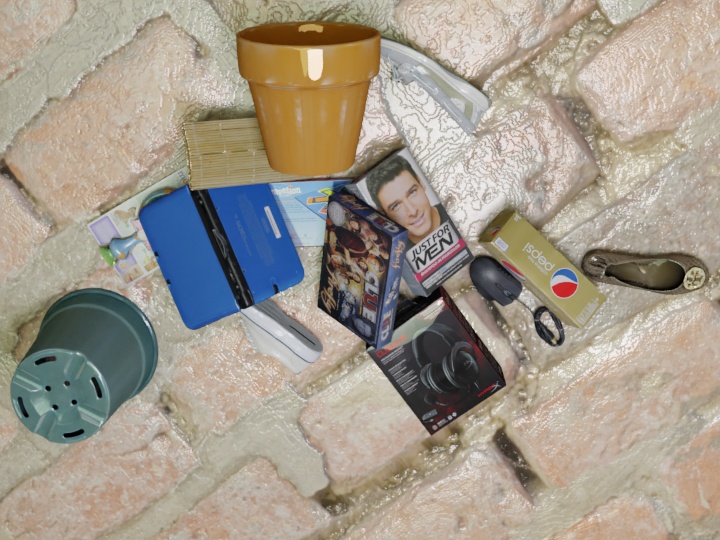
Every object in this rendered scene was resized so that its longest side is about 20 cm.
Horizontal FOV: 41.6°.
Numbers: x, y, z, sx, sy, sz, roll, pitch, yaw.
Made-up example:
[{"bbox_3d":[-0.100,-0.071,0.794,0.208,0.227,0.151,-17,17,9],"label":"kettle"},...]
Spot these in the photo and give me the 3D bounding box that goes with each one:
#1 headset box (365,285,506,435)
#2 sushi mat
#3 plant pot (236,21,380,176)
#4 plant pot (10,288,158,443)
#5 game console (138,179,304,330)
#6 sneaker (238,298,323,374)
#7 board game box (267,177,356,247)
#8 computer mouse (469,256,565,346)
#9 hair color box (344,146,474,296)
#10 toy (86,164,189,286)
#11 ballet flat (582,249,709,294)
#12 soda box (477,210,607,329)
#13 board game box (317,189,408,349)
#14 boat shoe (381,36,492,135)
[{"bbox_3d":[0.111,0.131,1.488,0.148,0.077,0.201,-34,104,11],"label":"headset box"},{"bbox_3d":[-0.160,-0.174,1.385,0.197,0.012,0.097,-9,98,-27],"label":"sushi mat"},{"bbox_3d":[-0.070,-0.238,1.325,0.197,0.201,0.186,0,113,1],"label":"plant pot"},{"bbox_3d":[-0.427,0.153,1.447,0.197,0.196,0.203,0,106,1],"label":"plant pot"},{"bbox_3d":[-0.207,-0.039,1.426,0.169,0.118,0.202,-25,94,-35],"label":"game console"},{"bbox_3d":[-0.153,0.090,1.485,0.199,0.073,0.071,41,110,-6],"label":"sneaker"},{"bbox_3d":[-0.072,-0.088,1.457,0.197,0.019,0.105,-2,107,2],"label":"board game box"},{"bbox_3d":[0.248,0.052,1.483,0.199,0.034,0.059,40,103,-10],"label":"computer mouse"},{"bbox_3d":[0.074,-0.073,1.421,0.099,0.061,0.201,-36,103,-13],"label":"hair color box"},{"bbox_3d":[-0.312,-0.065,1.455,0.198,0.047,0.116,-28,105,10],"label":"toy"},{"bbox_3d":[0.439,0.004,1.456,0.197,0.046,0.068,9,107,-1],"label":"ballet flat"},{"bbox_3d":[0.276,-0.001,1.441,0.200,0.068,0.064,43,85,-10],"label":"soda box"},{"bbox_3d":[0.000,0.000,1.404,0.135,0.034,0.202,33,131,33],"label":"board game box"},{"bbox_3d":[0.094,-0.272,1.371,0.200,0.075,0.065,29,101,-14],"label":"boat shoe"}]
